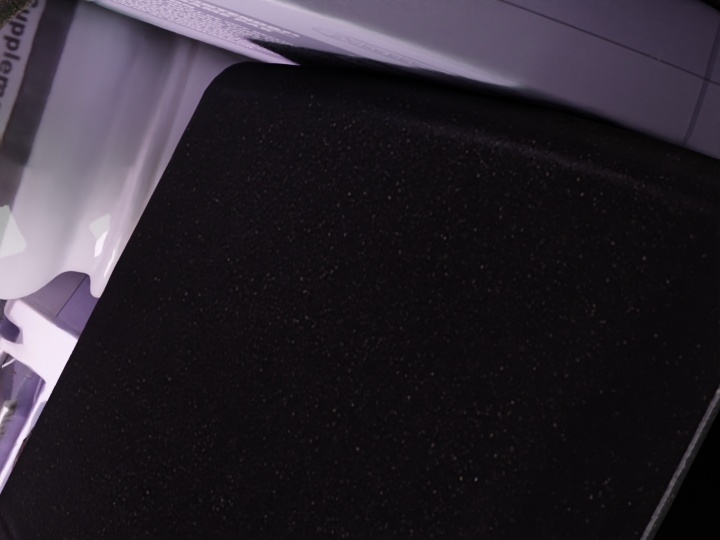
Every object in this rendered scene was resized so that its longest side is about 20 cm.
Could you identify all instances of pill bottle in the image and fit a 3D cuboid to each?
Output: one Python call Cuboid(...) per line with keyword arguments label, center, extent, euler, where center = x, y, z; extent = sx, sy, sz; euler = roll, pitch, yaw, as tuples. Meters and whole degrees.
Cuboid(label="pill bottle", center=(-0.122, -0.058, 0.699), extent=(0.200, 0.114, 0.114), euler=(18, 178, -8))

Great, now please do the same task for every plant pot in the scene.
Cuboid(label="plant pot", center=(0.033, 0.054, 0.635), extent=(0.177, 0.200, 0.199), euler=(31, -174, 33))

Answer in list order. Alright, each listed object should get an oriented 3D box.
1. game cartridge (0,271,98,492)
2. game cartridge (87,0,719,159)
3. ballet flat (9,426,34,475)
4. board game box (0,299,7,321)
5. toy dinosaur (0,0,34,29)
Cuboid(label="game cartridge", center=(-0.094, 0.026, 0.848), extent=(0.038, 0.130, 0.200), euler=(36, 141, 3))
Cuboid(label="game cartridge", center=(0.007, -0.062, 0.609), extent=(0.200, 0.041, 0.133), euler=(18, -178, -16))
Cuboid(label="ballet flat", center=(-0.031, 0.022, 0.768), extent=(0.068, 0.075, 0.200), euler=(48, -144, -5))
Cuboid(label="board game box", center=(-0.147, 0.022, 0.906), extent=(0.064, 0.148, 0.200), euler=(35, 162, 0))
Cuboid(label="toy dinosaur", center=(-0.138, -0.026, 0.622), extent=(0.102, 0.200, 0.077), euler=(45, -158, -36))
